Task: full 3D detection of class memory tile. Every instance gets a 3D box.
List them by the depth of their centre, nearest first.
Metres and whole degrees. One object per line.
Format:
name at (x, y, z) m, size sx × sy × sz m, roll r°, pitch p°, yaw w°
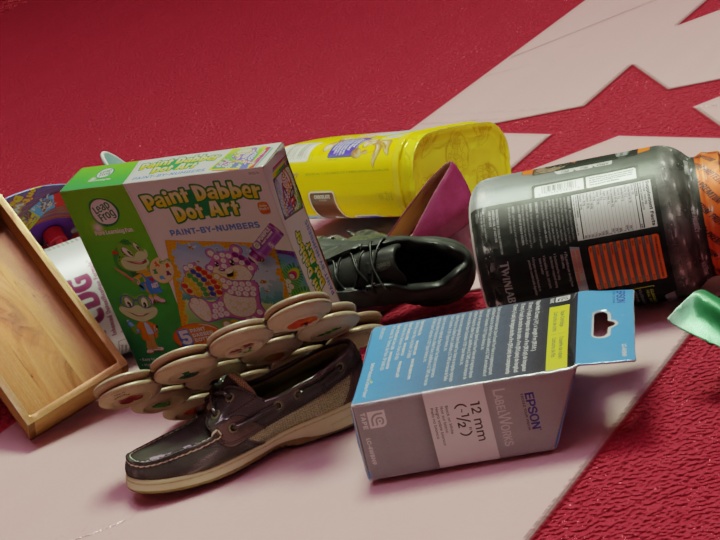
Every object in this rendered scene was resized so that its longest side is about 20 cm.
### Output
memory tile at (-0.089, 0.069, 1.391) m, size 0.199 × 0.017 × 0.153 m, roll -25°, pitch -18°, yaw 17°

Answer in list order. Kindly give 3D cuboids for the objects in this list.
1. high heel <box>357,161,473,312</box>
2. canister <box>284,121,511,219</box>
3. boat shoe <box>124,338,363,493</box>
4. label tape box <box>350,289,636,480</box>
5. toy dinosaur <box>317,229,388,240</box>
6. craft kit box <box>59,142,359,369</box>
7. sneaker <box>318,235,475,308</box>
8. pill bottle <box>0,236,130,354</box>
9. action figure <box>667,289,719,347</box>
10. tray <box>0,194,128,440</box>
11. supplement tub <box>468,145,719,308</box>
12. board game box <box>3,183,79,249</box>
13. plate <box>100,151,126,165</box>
high heel at (0.015, -0.021, 1.616) m, size 0.199 × 0.097 × 0.067 m, roll -25°, pitch 21°, yaw -29°
canister at (0.028, -0.096, 1.825) m, size 0.199 × 0.087 × 0.148 m, roll 0°, pitch 10°, yaw 44°
boat shoe at (-0.086, 0.105, 1.369) m, size 0.200 × 0.066 × 0.072 m, roll -19°, pitch 18°, yaw -14°
label tape box at (0.102, 0.077, 1.308) m, size 0.199 × 0.067 × 0.143 m, roll -9°, pitch 19°, yaw 11°
toy dinosaur at (0.003, -0.019, 1.697) m, size 0.199 × 0.048 × 0.088 m, roll -11°, pitch -3°, yaw -45°
craft kit box at (-0.122, 0.000, 1.497) m, size 0.199 × 0.198 × 0.049 m, roll -6°, pitch 27°, yaw 29°
sneaker at (0.000, 0.000, 1.533) m, size 0.199 × 0.076 × 0.091 m, roll -10°, pitch -6°, yaw -3°
pill bottle at (-0.279, 0.040, 1.643) m, size 0.199 × 0.114 × 0.113 m, roll -21°, pitch 19°, yaw -17°
action figure at (0.310, 0.057, 1.214) m, size 0.118 × 0.055 × 0.200 m, roll -20°, pitch 26°, yaw -21°
tray at (-0.293, 0.037, 1.558) m, size 0.098 × 0.200 × 0.037 m, roll -32°, pitch -22°, yaw -21°
supplement tub at (0.193, -0.029, 1.454) m, size 0.199 × 0.123 × 0.123 m, roll -10°, pitch 18°, yaw 13°
board game box at (-0.307, 0.008, 1.711) m, size 0.200 × 0.039 × 0.158 m, roll -48°, pitch -32°, yaw 13°
plate at (-0.172, -0.035, 1.707) m, size 0.026 × 0.200 × 0.200 m, roll -47°, pitch 19°, yaw 3°
